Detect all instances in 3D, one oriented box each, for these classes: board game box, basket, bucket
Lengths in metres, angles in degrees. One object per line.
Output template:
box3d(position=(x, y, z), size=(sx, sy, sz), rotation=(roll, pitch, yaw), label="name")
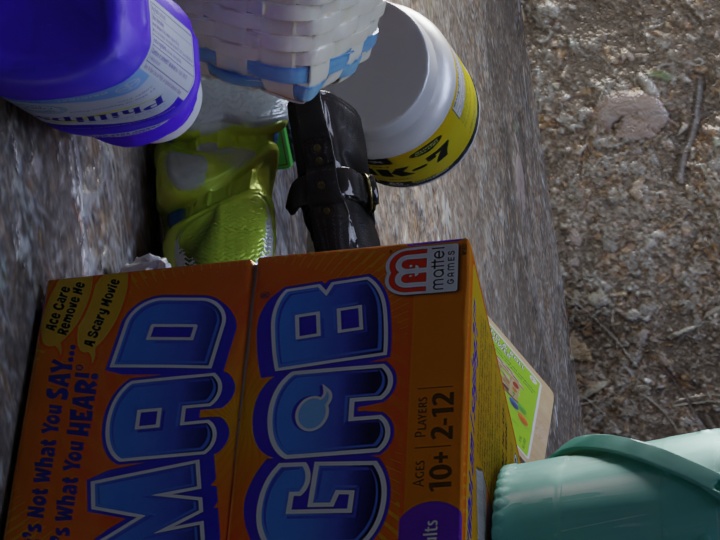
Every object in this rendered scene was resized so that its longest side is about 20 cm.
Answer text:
box3d(position=(-0.034, 0.133, 1.282), size=(0.200, 0.199, 0.200), rotation=(-86, 167, -44), label="board game box")
box3d(position=(-0.060, -0.198, 1.422), size=(0.139, 0.176, 0.200), rotation=(-45, 146, -53), label="basket")
box3d(position=(0.137, 0.167, 1.264), size=(0.207, 0.134, 0.208), rotation=(-5, 90, -81), label="bucket")

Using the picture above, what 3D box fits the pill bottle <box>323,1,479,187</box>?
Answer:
box3d(position=(0.018, -0.128, 2.031), size=(0.200, 0.114, 0.115), rotation=(35, 50, -77), label="pill bottle")

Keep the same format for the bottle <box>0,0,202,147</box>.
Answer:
box3d(position=(-0.116, -0.096, 1.284), size=(0.200, 0.083, 0.065), rotation=(36, 48, -79), label="bottle")

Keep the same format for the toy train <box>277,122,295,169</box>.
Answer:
box3d(position=(-0.074, -0.145, 1.656), size=(0.042, 0.056, 0.200), rotation=(-80, 162, -59), label="toy train")

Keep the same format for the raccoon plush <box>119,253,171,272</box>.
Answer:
box3d(position=(-0.066, 0.061, 1.498), size=(0.134, 0.096, 0.200), rotation=(-94, 174, -69), label="raccoon plush")

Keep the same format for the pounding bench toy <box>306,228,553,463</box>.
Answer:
box3d(position=(-0.009, 0.069, 1.696), size=(0.200, 0.156, 0.124), rotation=(50, 19, -12), label="pounding bench toy")

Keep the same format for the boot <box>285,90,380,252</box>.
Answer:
box3d(position=(0.000, 0.000, 1.554), size=(0.200, 0.069, 0.175), rotation=(74, 7, -70), label="boot")

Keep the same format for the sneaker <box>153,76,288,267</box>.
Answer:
box3d(position=(-0.081, -0.042, 1.561), size=(0.105, 0.076, 0.200), rotation=(99, -4, -52), label="sneaker")
